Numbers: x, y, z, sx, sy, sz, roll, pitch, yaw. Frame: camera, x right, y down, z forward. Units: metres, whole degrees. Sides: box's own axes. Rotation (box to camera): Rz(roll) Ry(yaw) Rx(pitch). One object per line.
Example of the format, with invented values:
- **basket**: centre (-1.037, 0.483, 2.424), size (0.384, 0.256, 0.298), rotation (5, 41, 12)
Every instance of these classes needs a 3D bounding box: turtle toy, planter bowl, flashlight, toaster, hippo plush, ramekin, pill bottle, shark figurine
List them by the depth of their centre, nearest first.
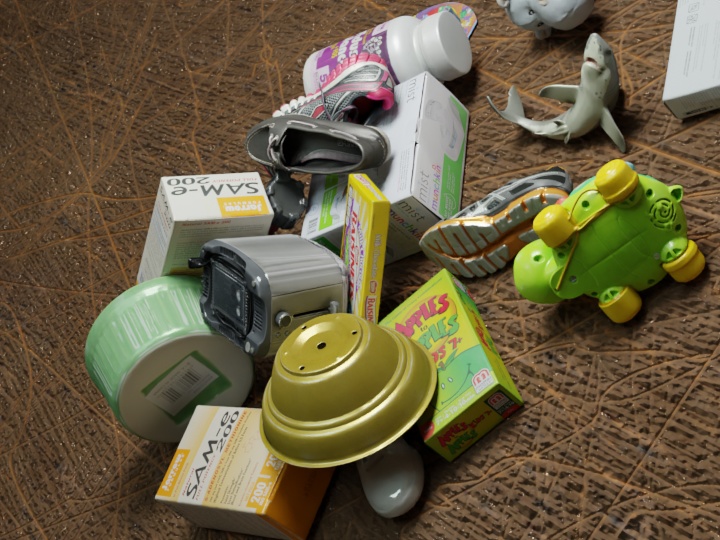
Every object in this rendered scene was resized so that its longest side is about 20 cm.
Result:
- **turtle toy**: centre (0.237, -0.029, 1.496), size (0.200, 0.146, 0.101), rotation (-35, 18, 22)
- **planter bowl**: centre (-0.028, 0.104, 1.560), size (0.200, 0.084, 0.201), rotation (-17, 34, 12)
- **shark figurine**: centre (0.247, -0.188, 1.691), size (0.089, 0.128, 0.214), rotation (-40, 8, -30)
- **toaster**: centre (-0.101, 0.022, 1.725), size (0.200, 0.129, 0.114), rotation (28, 120, 55)
- **hippo plush**: centre (0.224, -0.372, 1.787), size (0.161, 0.159, 0.200), rotation (-56, 36, -9)
- **ramekin**: centre (-0.225, 0.114, 1.820), size (0.200, 0.200, 0.098), rotation (-44, 43, 10)
- **flashlight**: centre (-0.116, -0.052, 1.888), size (0.068, 0.068, 0.200), rotation (-65, 11, -25)
- **pill bottle**: centre (0.036, -0.255, 1.898), size (0.200, 0.112, 0.112), rotation (-18, 46, 30)

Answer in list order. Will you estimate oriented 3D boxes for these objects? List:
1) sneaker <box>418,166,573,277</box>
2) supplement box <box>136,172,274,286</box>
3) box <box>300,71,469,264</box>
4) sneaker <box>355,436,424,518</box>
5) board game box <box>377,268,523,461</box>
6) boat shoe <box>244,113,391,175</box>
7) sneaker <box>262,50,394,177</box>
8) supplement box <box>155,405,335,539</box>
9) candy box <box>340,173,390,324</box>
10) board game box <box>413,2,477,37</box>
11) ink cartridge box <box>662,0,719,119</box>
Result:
- **sneaker**: centre (0.155, -0.055, 1.661), size (0.200, 0.078, 0.077), rotation (-19, 32, 32)
- **supplement box**: centre (-0.194, -0.026, 1.841), size (0.200, 0.126, 0.074), rotation (113, 144, -46)
- **box**: centre (0.031, -0.116, 1.824), size (0.176, 0.097, 0.200), rotation (-22, 44, 34)
- **sneaker**: centre (0.006, 0.175, 1.595), size (0.075, 0.088, 0.200), rotation (-38, 37, 16)
- **board game box**: centre (0.092, 0.098, 1.604), size (0.102, 0.048, 0.200), rotation (-41, 36, 14)
- **boat shoe**: centre (-0.061, -0.147, 1.766), size (0.200, 0.067, 0.057), rotation (5, 17, 29)
- **sneaker**: centre (-0.044, -0.179, 1.818), size (0.200, 0.081, 0.075), rotation (-41, 46, 23)
- **supplement box**: centre (-0.127, 0.226, 1.696), size (0.200, 0.074, 0.126), rotation (-4, 55, 47)
- **candy box**: centre (0.000, 0.000, 1.704), size (0.102, 0.026, 0.200), rotation (-132, 44, -62)
- **board game box**: centre (0.062, -0.286, 1.991), size (0.158, 0.039, 0.200), rotation (10, 66, 51)
- **ink cartridge box**: centre (0.422, -0.267, 1.574), size (0.200, 0.041, 0.200), rotation (-14, 49, 40)
